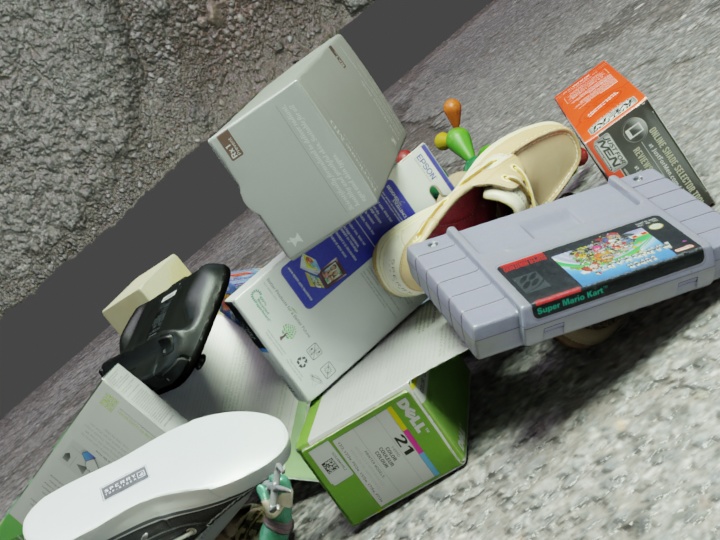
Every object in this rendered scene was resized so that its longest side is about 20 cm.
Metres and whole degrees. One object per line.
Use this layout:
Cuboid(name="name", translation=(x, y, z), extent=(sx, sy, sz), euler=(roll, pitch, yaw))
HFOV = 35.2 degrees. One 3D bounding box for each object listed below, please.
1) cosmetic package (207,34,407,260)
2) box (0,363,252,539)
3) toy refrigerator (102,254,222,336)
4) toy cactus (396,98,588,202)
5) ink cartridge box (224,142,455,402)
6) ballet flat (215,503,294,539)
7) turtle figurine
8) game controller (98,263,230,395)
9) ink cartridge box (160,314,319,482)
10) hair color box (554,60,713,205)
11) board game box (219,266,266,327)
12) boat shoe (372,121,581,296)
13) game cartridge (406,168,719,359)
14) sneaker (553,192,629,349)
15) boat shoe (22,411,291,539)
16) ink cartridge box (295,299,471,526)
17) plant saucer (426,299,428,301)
Cuboid(name="cosmetic package", translation=(-0.033, -0.100, 0.860), extent=(0.090, 0.107, 0.200), euler=(-32, 15, 15))
Cuboid(name="box", translation=(-0.191, 0.192, 0.897), extent=(0.201, 0.144, 0.036), euler=(-50, 1, 21))
Cuboid(name="toy refrigerator", translation=(-0.160, 0.088, 1.148), extent=(0.076, 0.201, 0.070), euler=(-27, 15, 42))
Cuboid(name="toy cactus", translation=(0.116, -0.097, 1.129), extent=(0.197, 0.104, 0.165), euler=(10, 30, 20))
Cuboid(name="ink cartridge box", translation=(0.000, 0.000, 0.882), extent=(0.199, 0.100, 0.039), euler=(-39, 11, -16))
Cuboid(name="ballet flat", translation=(-0.117, 0.215, 0.934), extent=(0.067, 0.047, 0.199), euler=(-47, 14, -29))
Cuboid(name="turtle figurine", translation=(-0.098, 0.215, 0.758), extent=(0.148, 0.101, 0.200), euler=(-26, -13, -30))
Cuboid(name="game controller", translation=(-0.161, 0.056, 0.930), extent=(0.199, 0.042, 0.105), euler=(-24, 33, 58))
Cuboid(name="ink cartridge box", translation=(-0.095, 0.113, 0.983), extent=(0.197, 0.048, 0.148), euler=(4, 63, 15))
Cuboid(name="hair color box", translation=(0.222, -0.105, 0.949), extent=(0.061, 0.102, 0.200), euler=(-35, 12, 12))
Cuboid(name="board game box", translation=(-0.021, 0.010, 0.990), extent=(0.197, 0.035, 0.135), euler=(-8, 6, -14))
Cuboid(name="boat shoe", translation=(0.102, -0.044, 0.862), extent=(0.199, 0.074, 0.069), euler=(-39, 18, -16))
Cuboid(name="game cartridge", translation=(0.143, -0.010, 0.759), extent=(0.197, 0.039, 0.130), euler=(-18, 25, -11))
Cuboid(name="sneaker", translation=(0.155, 0.016, 0.850), extent=(0.076, 0.070, 0.201), euler=(-60, 2, 29))
Cuboid(name="boat shoe", translation=(-0.138, 0.169, 0.819), extent=(0.198, 0.068, 0.072), euler=(-25, 39, -7))
Cuboid(name="ink cartridge box", translation=(0.061, 0.079, 0.838), extent=(0.199, 0.076, 0.148), euler=(-32, 13, 17))
Cuboid(name="plant saucer", translation=(0.095, 0.019, 1.030), extent=(0.200, 0.039, 0.201), euler=(-37, 13, 10))
